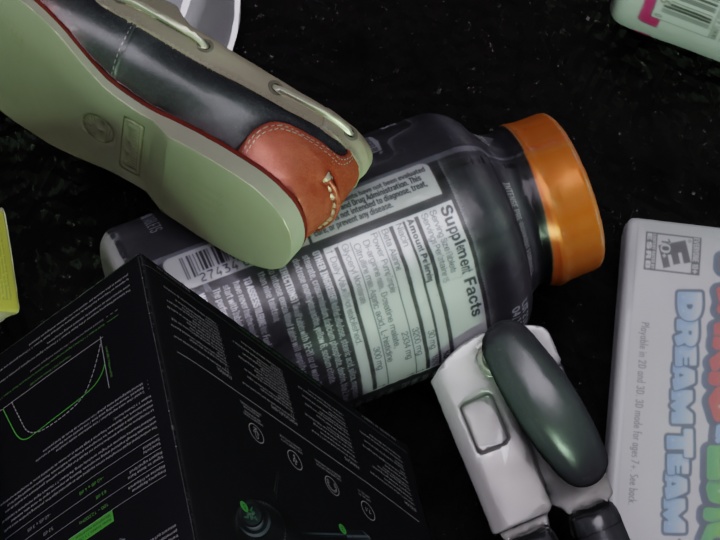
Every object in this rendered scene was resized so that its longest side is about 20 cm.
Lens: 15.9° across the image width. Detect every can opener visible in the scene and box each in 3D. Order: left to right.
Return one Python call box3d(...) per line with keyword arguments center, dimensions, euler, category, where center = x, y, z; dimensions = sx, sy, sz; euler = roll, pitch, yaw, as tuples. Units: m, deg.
box3d(center=(0.087, 0.116, 1.029), dimensions=(0.053, 0.067, 0.201), euler=(-22, 90, -2), category="can opener")

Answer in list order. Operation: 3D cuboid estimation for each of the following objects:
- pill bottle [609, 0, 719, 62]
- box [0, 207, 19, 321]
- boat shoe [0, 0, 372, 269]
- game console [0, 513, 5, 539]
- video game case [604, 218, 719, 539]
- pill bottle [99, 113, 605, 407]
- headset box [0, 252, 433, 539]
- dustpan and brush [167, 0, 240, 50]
box3d(center=(0.219, -0.127, 1.122), dimensions=(0.199, 0.113, 0.114), euler=(22, 73, 2), category="pill bottle")
box3d(center=(-0.237, -0.001, 1.018), dimensions=(0.199, 0.075, 0.050), euler=(7, 66, -43), category="box")
box3d(center=(-0.089, -0.078, 1.016), dimensions=(0.199, 0.071, 0.063), euler=(34, 57, 11), category="boat shoe")
box3d(center=(-0.231, 0.030, 0.881), dimensions=(0.199, 0.119, 0.171), euler=(-8, 41, -10), category="game console")
box3d(center=(0.195, 0.084, 1.101), dimensions=(0.181, 0.024, 0.201), euler=(7, 74, -1), category="video game case")
box3d(center=(0.000, 0.000, 1.073), dimensions=(0.199, 0.106, 0.107), euler=(-20, 75, -10), category="pill bottle")
box3d(center=(-0.045, 0.126, 0.944), dimensions=(0.093, 0.174, 0.201), euler=(-35, 45, 19), category="headset box")
box3d(center=(-0.088, -0.100, 1.132), dimensions=(0.200, 0.057, 0.140), euler=(42, 87, 15), category="dustpan and brush")
